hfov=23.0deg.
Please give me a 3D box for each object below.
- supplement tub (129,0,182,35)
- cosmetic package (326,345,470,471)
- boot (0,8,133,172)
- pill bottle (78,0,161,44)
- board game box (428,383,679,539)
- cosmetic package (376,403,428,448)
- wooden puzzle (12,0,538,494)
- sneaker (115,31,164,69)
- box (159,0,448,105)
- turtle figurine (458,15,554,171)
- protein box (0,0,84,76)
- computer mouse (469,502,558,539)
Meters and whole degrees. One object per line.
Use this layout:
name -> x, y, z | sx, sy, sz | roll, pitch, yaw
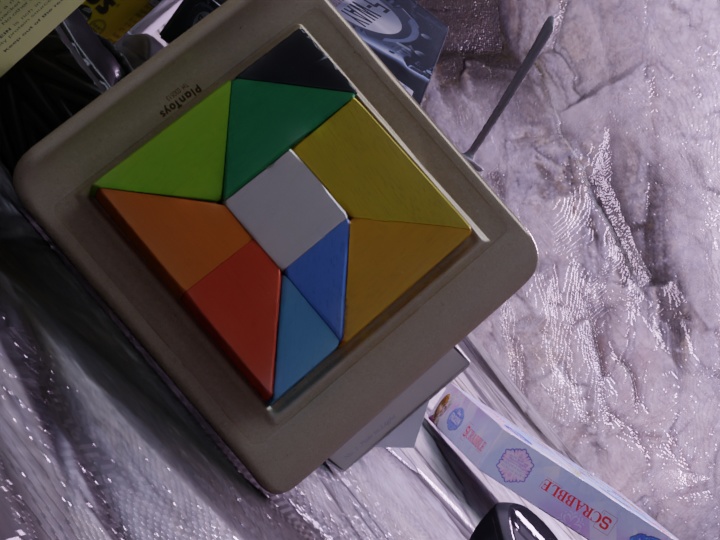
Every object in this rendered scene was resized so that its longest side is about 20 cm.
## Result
supplement tub -> -0.215, -0.267, 1.328 | 0.200, 0.140, 0.140 | 49, 5, -5
cosmetic package -> -0.033, 0.010, 1.051 | 0.073, 0.104, 0.200 | 45, 7, -48
boot -> -0.162, -0.113, 0.938 | 0.211, 0.079, 0.158 | 61, 13, 6
pill bottle -> -0.155, -0.216, 1.105 | 0.113, 0.200, 0.113 | 49, 4, -5
board game box -> 0.166, 0.180, 1.502 | 0.199, 0.041, 0.200 | 34, 0, -11
cosmetic package -> 0.000, 0.000, 1.174 | 0.052, 0.151, 0.200 | 6, 28, -26
wooden puzzle -> -0.034, -0.025, 0.842 | 0.200, 0.185, 0.037 | 51, -19, -2
sneaker -> -0.145, -0.117, 1.192 | 0.071, 0.073, 0.200 | 44, 6, -20
box -> -0.030, -0.154, 1.144 | 0.160, 0.044, 0.200 | 37, 29, -8
turtle figurine -> -0.019, -0.044, 0.914 | 0.144, 0.200, 0.194 | 24, 56, -35
protein box -> -0.179, -0.198, 0.745 | 0.135, 0.199, 0.200 | 50, 5, 13
computer mouse -> 0.088, 0.201, 1.009 | 0.139, 0.053, 0.200 | 47, 16, -10
